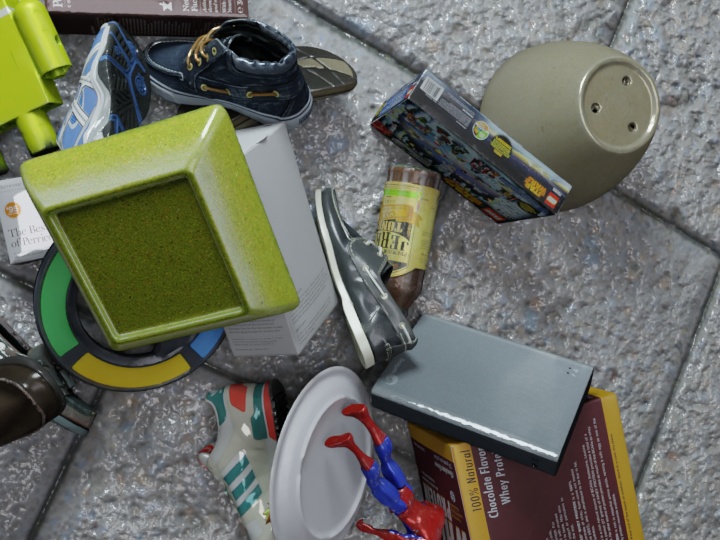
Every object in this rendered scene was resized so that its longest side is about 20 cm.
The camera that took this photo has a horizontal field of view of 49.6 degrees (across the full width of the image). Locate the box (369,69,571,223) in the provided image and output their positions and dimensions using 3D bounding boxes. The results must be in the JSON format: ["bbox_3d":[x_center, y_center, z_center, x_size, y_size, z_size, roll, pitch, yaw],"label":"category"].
[{"bbox_3d":[0.115,-0.126,0.846,0.199,0.137,0.040,35,81,-12],"label":"box"}]

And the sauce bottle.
[{"bbox_3d":[0.045,-0.013,0.863,0.064,0.065,0.204,9,89,-15],"label":"sauce bottle"}]

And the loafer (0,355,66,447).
[{"bbox_3d":[-0.346,0.139,0.698,0.198,0.072,0.074,-22,112,26],"label":"loafer"}]

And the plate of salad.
[{"bbox_3d":[-0.042,0.199,0.804,0.199,0.047,0.204,-12,104,-60],"label":"plate of salad"}]

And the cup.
[{"bbox_3d":[0.253,-0.174,0.882,0.197,0.143,0.204,0,89,-15],"label":"cup"}]

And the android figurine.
[{"bbox_3d":[-0.365,-0.194,0.738,0.180,0.041,0.203,-20,98,9],"label":"android figurine"}]

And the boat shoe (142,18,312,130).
[{"bbox_3d":[-0.140,-0.209,0.760,0.197,0.091,0.072,18,64,15],"label":"boat shoe"}]

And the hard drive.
[{"bbox_3d":[0.128,0.122,0.812,0.140,0.197,0.033,-49,147,-45],"label":"hard drive"}]

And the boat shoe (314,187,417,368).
[{"bbox_3d":[0.000,0.000,0.825,0.067,0.072,0.203,-20,71,-3],"label":"boat shoe"}]

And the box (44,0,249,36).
[{"bbox_3d":[-0.214,-0.296,0.787,0.197,0.075,0.102,-4,91,-14],"label":"box"}]

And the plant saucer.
[{"bbox_3d":[-0.177,-0.018,0.675,0.197,0.048,0.202,-13,117,12],"label":"plant saucer"}]

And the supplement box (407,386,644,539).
[{"bbox_3d":[0.183,0.247,0.866,0.197,0.133,0.201,-14,94,-16],"label":"supplement box"}]

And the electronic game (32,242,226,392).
[{"bbox_3d":[-0.218,0.028,0.771,0.197,0.042,0.203,-9,114,-21],"label":"electronic game"}]

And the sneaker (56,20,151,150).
[{"bbox_3d":[-0.249,-0.148,0.735,0.076,0.076,0.203,-10,64,19],"label":"sneaker"}]

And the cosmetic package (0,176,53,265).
[{"bbox_3d":[-0.256,-0.066,0.786,0.197,0.051,0.084,-13,93,-15],"label":"cosmetic package"}]

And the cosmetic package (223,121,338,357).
[{"bbox_3d":[-0.098,-0.029,0.763,0.084,0.108,0.203,-5,114,27],"label":"cosmetic package"}]

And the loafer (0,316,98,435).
[{"bbox_3d":[-0.334,0.082,0.756,0.199,0.072,0.063,38,75,-10],"label":"loafer"}]

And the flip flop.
[{"bbox_3d":[-0.098,-0.177,0.826,0.198,0.058,0.082,-27,57,-11],"label":"flip flop"}]

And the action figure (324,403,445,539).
[{"bbox_3d":[0.019,0.234,0.818,0.201,0.098,0.065,54,45,-19],"label":"action figure"}]

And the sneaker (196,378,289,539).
[{"bbox_3d":[-0.122,0.215,0.824,0.092,0.070,0.204,-2,96,7],"label":"sneaker"}]
